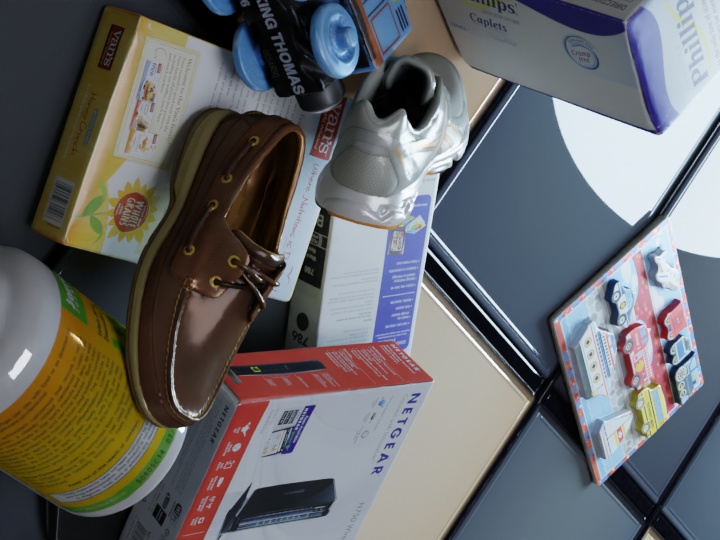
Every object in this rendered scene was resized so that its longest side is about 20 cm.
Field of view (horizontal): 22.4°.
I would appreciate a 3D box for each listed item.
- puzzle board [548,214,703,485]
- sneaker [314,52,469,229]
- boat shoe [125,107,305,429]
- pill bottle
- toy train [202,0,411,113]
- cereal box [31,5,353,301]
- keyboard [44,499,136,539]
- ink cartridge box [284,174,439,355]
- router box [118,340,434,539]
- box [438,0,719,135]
[{"bbox_3d":[0.235,0.072,1.564,0.151,0.017,0.200,-41,132,-25],"label":"puzzle board"},{"bbox_3d":[0.035,-0.107,1.179,0.200,0.076,0.092,-62,171,-56],"label":"sneaker"},{"bbox_3d":[-0.082,-0.004,1.069,0.072,0.067,0.200,36,62,-50],"label":"boat shoe"},{"bbox_3d":[-0.197,0.055,1.048,0.111,0.111,0.200,-57,138,-10],"label":"pill bottle"},{"bbox_3d":[-0.045,-0.196,1.096,0.114,0.087,0.200,-54,129,-46],"label":"toy train"},{"bbox_3d":[-0.099,-0.068,1.143,0.200,0.039,0.144,17,93,-48],"label":"cereal box"},{"bbox_3d":[-0.124,0.114,1.211,0.200,0.021,0.127,-22,134,-39],"label":"keyboard"},{"bbox_3d":[0.000,0.000,1.277,0.099,0.039,0.200,-7,111,-43],"label":"ink cartridge box"},{"bbox_3d":[-0.063,0.144,1.230,0.179,0.049,0.200,-3,127,-44],"label":"router box"},{"bbox_3d":[0.183,-0.215,1.257,0.200,0.184,0.105,-45,136,-21],"label":"box"}]
